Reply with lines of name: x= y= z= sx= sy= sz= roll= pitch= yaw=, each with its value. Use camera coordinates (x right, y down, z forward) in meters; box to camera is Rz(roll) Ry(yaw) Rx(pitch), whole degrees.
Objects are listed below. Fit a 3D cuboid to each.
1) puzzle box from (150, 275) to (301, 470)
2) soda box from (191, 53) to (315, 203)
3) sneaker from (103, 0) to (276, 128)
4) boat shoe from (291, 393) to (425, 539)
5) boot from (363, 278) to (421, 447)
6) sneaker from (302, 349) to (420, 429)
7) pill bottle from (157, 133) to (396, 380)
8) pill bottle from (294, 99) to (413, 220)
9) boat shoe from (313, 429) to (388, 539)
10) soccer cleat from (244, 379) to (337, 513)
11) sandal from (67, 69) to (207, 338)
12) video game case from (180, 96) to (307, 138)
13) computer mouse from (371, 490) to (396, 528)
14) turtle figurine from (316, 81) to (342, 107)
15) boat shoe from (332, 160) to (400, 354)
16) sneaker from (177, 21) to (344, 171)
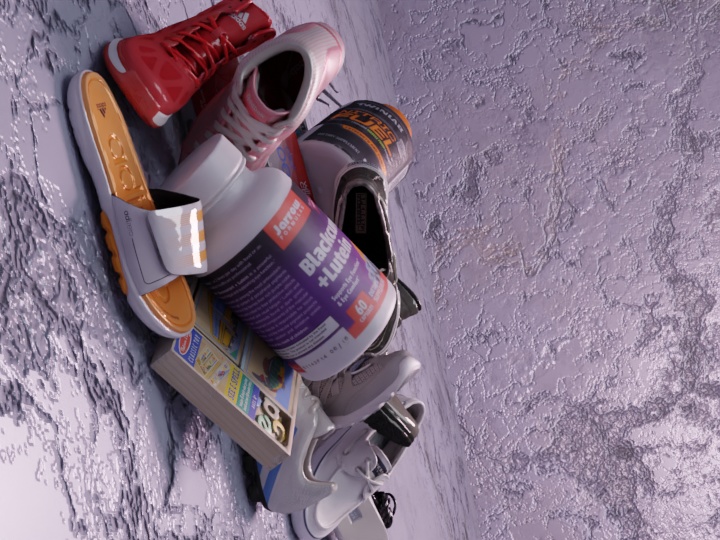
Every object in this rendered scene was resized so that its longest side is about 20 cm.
puzzle box: x=-0.103 y=0.058 z=0.904 sx=0.133 sy=0.025 sz=0.200 roll=45 pitch=22 yaw=-21
soda box: x=-0.097 y=-0.104 z=1.008 sx=0.070 sy=0.063 sz=0.201 roll=-11 pitch=85 yaw=-62
sneaker: x=-0.135 y=-0.188 z=0.882 sx=0.078 sy=0.115 sz=0.200 roll=55 pitch=12 yaw=-21
boat shoe: x=0.000 y=0.201 z=1.134 sx=0.200 sy=0.065 sz=0.074 roll=-54 pitch=124 yaw=-35
boot: x=0.021 y=0.073 z=1.118 sx=0.200 sy=0.131 sz=0.068 roll=48 pitch=-21 yaw=1
sneaker: x=-0.032 y=0.103 z=1.027 sx=0.075 sy=0.200 sz=0.082 roll=-37 pitch=103 yaw=-49
pill bottle: x=-0.073 y=-0.013 z=0.885 sx=0.200 sy=0.111 sz=0.112 roll=45 pitch=21 yaw=-19
pill bottle: x=-0.009 y=-0.115 z=1.124 sx=0.200 sy=0.106 sz=0.107 roll=-50 pitch=128 yaw=-58
boat shoe: x=-0.024 y=0.235 z=1.213 sx=0.201 sy=0.072 sz=0.068 roll=64 pitch=-16 yaw=-14
soccer cleat: x=-0.070 y=0.120 z=0.994 sx=0.070 sy=0.086 sz=0.201 roll=18 pitch=60 yaw=-80
sandal: x=-0.151 y=-0.049 z=0.780 sx=0.079 sy=0.059 sz=0.208 roll=-54 pitch=128 yaw=-69
video game case: x=-0.100 y=-0.098 z=1.086 sx=0.200 sy=0.022 sz=0.183 roll=2 pitch=73 yaw=-60
computer mouse: x=-0.004 y=0.197 z=1.286 sx=0.138 sy=0.053 sz=0.201 roll=11 pitch=-58 yaw=69
turtle figurine: x=-0.079 y=-0.175 z=1.264 sx=0.200 sy=0.100 sz=0.150 roll=58 pitch=-21 yaw=33
boat shoe: x=0.000 y=0.000 z=1.020 sx=0.064 sy=0.070 sz=0.201 roll=-89 pitch=174 yaw=-65
sneaker: x=-0.097 y=-0.126 z=0.905 sx=0.075 sy=0.200 sz=0.105 roll=43 pitch=19 yaw=-5
